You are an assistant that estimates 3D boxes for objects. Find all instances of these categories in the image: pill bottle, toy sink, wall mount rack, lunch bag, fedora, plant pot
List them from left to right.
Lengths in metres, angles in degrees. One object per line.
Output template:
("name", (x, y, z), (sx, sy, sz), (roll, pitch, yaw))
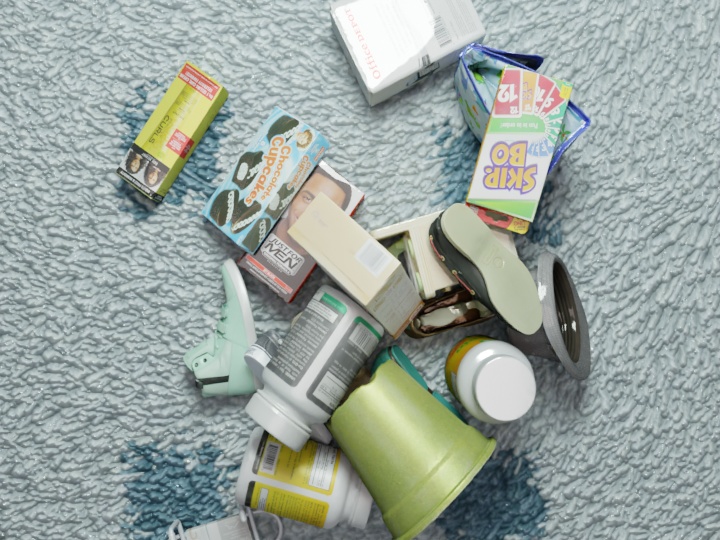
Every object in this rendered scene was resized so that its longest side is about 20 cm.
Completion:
("wall mount rack", (-0.205, 0.446, 1.067), (0.194, 0.075, 0.179), (-17, 90, -1))
("pill bottle", (-0.078, 0.311, 1.053), (0.194, 0.112, 0.116), (16, 89, -1))
("pill bottle", (-0.064, 0.132, 0.970), (0.112, 0.113, 0.202), (35, 80, 0))
("plant pot", (0.057, 0.235, 0.983), (0.200, 0.200, 0.185), (-43, 80, -2))
("toy sink", (0.117, -0.026, 1.055), (0.194, 0.130, 0.115), (-15, 90, -2))
("pill bottle", (0.185, 0.154, 1.017), (0.107, 0.200, 0.115), (0, 89, -1))
("lunch bag", (0.217, -0.237, 1.040), (0.199, 0.170, 0.128), (41, 93, 1))
("fedora", (0.269, 0.072, 1.055), (0.088, 0.200, 0.181), (-13, 53, 28))

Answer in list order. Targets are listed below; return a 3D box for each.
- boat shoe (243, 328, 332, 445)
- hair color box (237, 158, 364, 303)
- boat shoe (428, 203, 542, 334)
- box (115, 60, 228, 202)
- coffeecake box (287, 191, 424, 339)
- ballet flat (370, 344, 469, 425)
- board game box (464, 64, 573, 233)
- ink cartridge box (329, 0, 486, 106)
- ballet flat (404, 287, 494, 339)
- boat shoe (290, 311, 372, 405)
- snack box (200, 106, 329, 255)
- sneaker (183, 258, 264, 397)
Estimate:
("boat shoe", (-0.093, 0.175, 1.066), (0.068, 0.071, 0.202), (-47, 112, -29))
("hair color box", (-0.088, -0.061, 1.085), (0.100, 0.061, 0.202), (35, 88, 1))
("boat shoe", (0.170, 0.002, 0.964), (0.073, 0.063, 0.202), (-41, 92, -25))
("box", (-0.286, -0.210, 1.090), (0.074, 0.050, 0.203), (34, 88, 0))
("coffeecake box", (0.000, 0.000, 0.995), (0.153, 0.200, 0.073), (42, 86, 22))
("ballet flat", (0.089, 0.205, 1.089), (0.070, 0.067, 0.201), (-42, 92, 22))
("board game box", (0.207, -0.159, 0.949), (0.093, 0.030, 0.206), (16, 98, 3))
("ink cartridge box", (0.069, -0.367, 1.082), (0.196, 0.086, 0.149), (-27, 89, 0))
("ballet flat", (0.155, 0.056, 1.082), (0.194, 0.072, 0.070), (-17, 93, -2))
("boat shoe", (-0.035, 0.148, 1.077), (0.074, 0.069, 0.200), (-43, 92, -3))
("snack box", (-0.144, -0.137, 1.067), (0.115, 0.037, 0.202), (34, 88, 38))
("sneaker", (-0.215, 0.091, 1.070), (0.115, 0.074, 0.207), (-10, 92, -8))
